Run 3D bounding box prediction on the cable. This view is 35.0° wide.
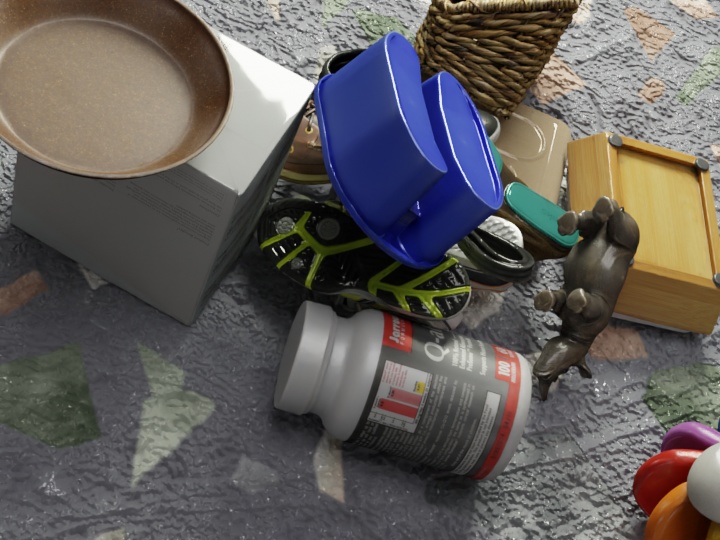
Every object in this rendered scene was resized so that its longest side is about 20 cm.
[{"bbox_3d":[0.069,-0.035,1.026,0.200,0.050,0.097,29,27,20],"label":"cable"}]

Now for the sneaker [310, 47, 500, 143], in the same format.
[{"bbox_3d":[0.045,-0.160,1.096,0.199,0.099,0.071,2,51,-8],"label":"sneaker"}]

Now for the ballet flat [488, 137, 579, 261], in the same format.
[{"bbox_3d":[0.121,-0.076,1.095,0.200,0.072,0.068,39,52,-14],"label":"ballet flat"}]

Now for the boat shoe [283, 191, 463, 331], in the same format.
[{"bbox_3d":[0.000,0.007,1.054,0.200,0.072,0.066,35,82,-10],"label":"boat shoe"}]

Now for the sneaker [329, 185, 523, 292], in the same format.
[{"bbox_3d":[0.061,-0.030,1.099,0.200,0.079,0.079,24,65,21],"label":"sneaker"}]

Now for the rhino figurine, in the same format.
[{"bbox_3d":[0.206,0.029,1.063,0.060,0.201,0.087,23,10,37],"label":"rhino figurine"}]

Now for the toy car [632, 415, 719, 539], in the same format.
[{"bbox_3d":[0.325,0.194,1.009,0.150,0.175,0.200,19,42,40],"label":"toy car"}]

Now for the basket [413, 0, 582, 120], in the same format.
[{"bbox_3d":[0.151,-0.279,1.215,0.142,0.149,0.200,31,32,4],"label":"basket"}]

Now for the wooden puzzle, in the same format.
[{"bbox_3d":[0.118,-0.118,1.197,0.200,0.046,0.186,26,53,-8],"label":"wooden puzzle"}]

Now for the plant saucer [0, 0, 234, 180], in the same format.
[{"bbox_3d":[-0.195,-0.140,0.846,0.200,0.037,0.201,10,55,-14],"label":"plant saucer"}]

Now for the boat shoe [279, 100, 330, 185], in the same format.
[{"bbox_3d":[-0.054,-0.122,1.056,0.199,0.068,0.072,5,27,26],"label":"boat shoe"}]

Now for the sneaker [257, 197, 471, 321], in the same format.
[{"bbox_3d":[0.000,0.000,0.991,0.200,0.076,0.076,25,80,14],"label":"sneaker"}]

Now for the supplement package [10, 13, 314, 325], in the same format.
[{"bbox_3d":[-0.173,-0.098,0.974,0.191,0.200,0.147,30,52,0],"label":"supplement package"}]

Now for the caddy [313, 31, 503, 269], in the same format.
[{"bbox_3d":[0.031,-0.094,0.929,0.141,0.105,0.200,32,35,-38],"label":"caddy"}]

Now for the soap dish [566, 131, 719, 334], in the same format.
[{"bbox_3d":[0.295,-0.044,1.179,0.157,0.081,0.201,13,57,-17],"label":"soap dish"}]

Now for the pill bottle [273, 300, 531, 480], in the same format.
[{"bbox_3d":[0.034,0.099,0.971,0.199,0.116,0.116,17,53,-9],"label":"pill bottle"}]
